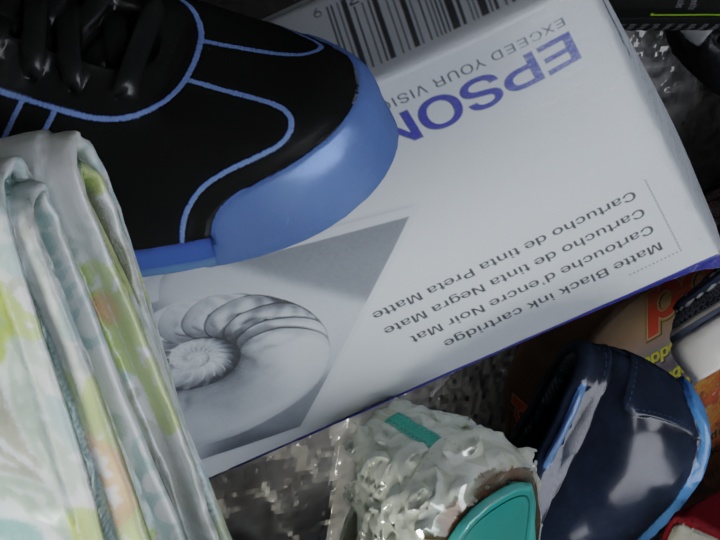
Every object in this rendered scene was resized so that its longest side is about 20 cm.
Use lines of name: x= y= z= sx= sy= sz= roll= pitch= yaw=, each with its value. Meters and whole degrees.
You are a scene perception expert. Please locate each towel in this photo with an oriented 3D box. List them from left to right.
towel: x=-0.127 y=0.062 z=0.643 sx=0.048 sy=0.199 sz=0.172 roll=-43 pitch=118 yaw=-61

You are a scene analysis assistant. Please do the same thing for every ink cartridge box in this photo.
ink cartridge box: x=0.000 y=0.000 z=0.748 sx=0.199 sy=0.041 sz=0.200 roll=-24 pitch=145 yaw=10

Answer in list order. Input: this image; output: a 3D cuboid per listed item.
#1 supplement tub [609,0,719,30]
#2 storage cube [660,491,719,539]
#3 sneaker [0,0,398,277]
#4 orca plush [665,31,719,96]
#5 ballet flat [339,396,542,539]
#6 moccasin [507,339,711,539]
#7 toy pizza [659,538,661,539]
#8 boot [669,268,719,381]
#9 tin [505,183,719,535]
supplement tub: x=0.101 y=-0.130 z=0.738 sx=0.199 sy=0.123 sz=0.123 roll=0 pitch=117 yaw=-5
storage cube: x=0.179 y=0.181 z=0.908 sx=0.180 sy=0.170 sz=0.201 roll=-9 pitch=121 yaw=-65
sneaker: x=-0.092 y=-0.050 z=0.632 sx=0.078 sy=0.199 sz=0.070 roll=73 pitch=24 yaw=-49
orca plush: x=0.135 y=-0.154 z=0.842 sx=0.071 sy=0.106 sz=0.201 roll=19 pitch=131 yaw=-6
ballet flat: x=0.023 y=0.119 z=0.811 sx=0.072 sy=0.072 sz=0.201 roll=-24 pitch=134 yaw=-28
moccasin: x=0.034 y=0.101 z=0.890 sx=0.068 sy=0.081 sz=0.200 roll=33 pitch=101 yaw=-23
toy pizza: x=0.088 y=0.191 z=0.983 sx=0.200 sy=0.032 sz=0.201 roll=-47 pitch=147 yaw=-45
boot: x=0.159 y=-0.045 z=0.905 sx=0.200 sy=0.073 sz=0.091 roll=-36 pitch=88 yaw=-33
tin: x=0.137 y=0.023 z=0.964 sx=0.199 sy=0.042 sz=0.112 roll=-28 pitch=132 yaw=-26
